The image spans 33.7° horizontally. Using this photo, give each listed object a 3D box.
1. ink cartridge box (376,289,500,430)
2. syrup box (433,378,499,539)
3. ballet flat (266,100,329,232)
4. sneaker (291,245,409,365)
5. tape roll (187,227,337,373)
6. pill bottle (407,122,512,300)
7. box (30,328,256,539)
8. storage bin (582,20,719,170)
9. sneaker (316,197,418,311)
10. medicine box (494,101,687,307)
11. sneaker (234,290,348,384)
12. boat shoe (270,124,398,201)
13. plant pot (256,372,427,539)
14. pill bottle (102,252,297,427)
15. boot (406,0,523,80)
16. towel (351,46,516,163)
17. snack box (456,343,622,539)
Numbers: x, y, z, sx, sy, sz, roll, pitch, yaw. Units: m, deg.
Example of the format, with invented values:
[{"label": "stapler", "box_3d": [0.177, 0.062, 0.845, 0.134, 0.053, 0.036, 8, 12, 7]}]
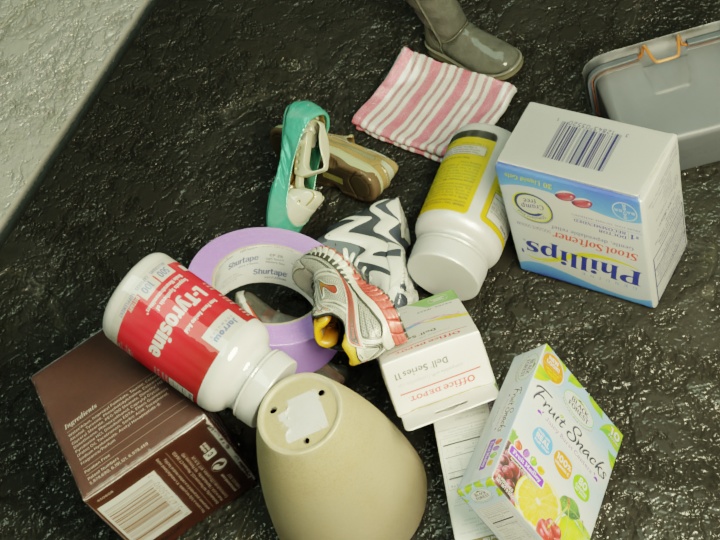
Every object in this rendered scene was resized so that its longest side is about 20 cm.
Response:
[{"label": "ink cartridge box", "box_3d": [0.078, 0.095, 1.322, 0.115, 0.068, 0.200, -20, 17, -1]}, {"label": "syrup box", "box_3d": [0.132, 0.225, 1.282, 0.080, 0.079, 0.202, -16, 51, 8]}, {"label": "ballet flat", "box_3d": [-0.078, -0.123, 1.571, 0.070, 0.067, 0.204, 10, 93, 38]}, {"label": "sneaker", "box_3d": [-0.030, 0.037, 1.326, 0.082, 0.079, 0.200, -32, 34, -15]}, {"label": "tape roll", "box_3d": [-0.112, 0.038, 1.432, 0.196, 0.066, 0.202, 5, 42, -4]}, {"label": "pill bottle", "box_3d": [0.134, -0.072, 1.477, 0.113, 0.115, 0.202, 10, 58, 26]}, {"label": "box", "box_3d": [-0.254, 0.187, 1.397, 0.163, 0.167, 0.201, -34, 51, -5]}, {"label": "storage bin", "box_3d": [0.389, -0.205, 1.474, 0.197, 0.146, 0.136, -15, 61, 10]}, {"label": "sneaker", "box_3d": [0.000, 0.000, 1.497, 0.127, 0.080, 0.202, -15, 51, 11]}, {"label": "medicine box", "box_3d": [0.269, -0.074, 1.372, 0.180, 0.201, 0.104, 18, 60, 30]}, {"label": "sneaker", "box_3d": [-0.085, 0.091, 1.480, 0.081, 0.078, 0.200, -26, 54, -24]}, {"label": "boat shoe", "box_3d": [-0.035, -0.159, 1.644, 0.198, 0.072, 0.076, 30, 54, 27]}, {"label": "plant pot", "box_3d": [-0.036, 0.200, 1.281, 0.184, 0.201, 0.190, -8, 54, 11]}, {"label": "pill bottle", "box_3d": [-0.172, 0.079, 1.289, 0.198, 0.113, 0.113, 33, 69, 11]}, {"label": "boot", "box_3d": [0.126, -0.358, 1.634, 0.180, 0.201, 0.073, 21, 65, 32]}, {"label": "towel", "box_3d": [0.100, -0.229, 1.655, 0.198, 0.030, 0.147, 25, 71, 33]}, {"label": "snack box", "box_3d": [0.187, 0.194, 1.208, 0.053, 0.143, 0.201, -27, 20, 40]}]
